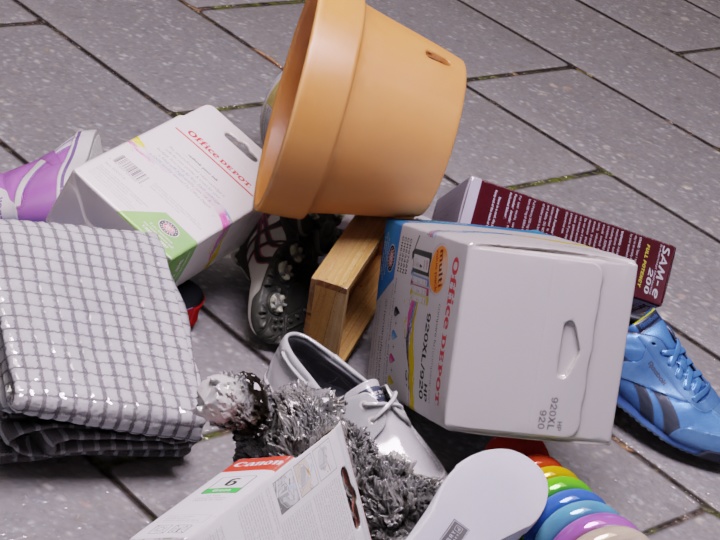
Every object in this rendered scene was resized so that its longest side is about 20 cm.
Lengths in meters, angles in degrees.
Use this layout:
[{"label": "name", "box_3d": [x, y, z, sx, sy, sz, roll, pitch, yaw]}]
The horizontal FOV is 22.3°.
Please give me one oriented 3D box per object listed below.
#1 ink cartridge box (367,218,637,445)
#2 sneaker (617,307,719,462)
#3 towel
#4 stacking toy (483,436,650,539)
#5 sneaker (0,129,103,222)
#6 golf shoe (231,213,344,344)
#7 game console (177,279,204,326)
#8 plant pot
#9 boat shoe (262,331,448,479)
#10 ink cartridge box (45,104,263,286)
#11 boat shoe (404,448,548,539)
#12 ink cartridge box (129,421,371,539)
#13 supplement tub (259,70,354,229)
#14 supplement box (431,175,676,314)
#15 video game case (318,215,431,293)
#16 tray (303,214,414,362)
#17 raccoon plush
[{"label": "ink cartridge box", "box_3d": [0.108, 0.044, 1.463, 0.144, 0.148, 0.200, 5, 5, -18]}, {"label": "sneaker", "box_3d": [0.257, 0.087, 1.567, 0.200, 0.079, 0.066, 36, 28, 15]}, {"label": "towel", "box_3d": [-0.212, 0.057, 1.376, 0.165, 0.086, 0.201, 7, 44, -32]}, {"label": "stacking toy", "box_3d": [0.146, 0.184, 1.373, 0.085, 0.086, 0.200, 4, 22, -21]}, {"label": "sneaker", "box_3d": [-0.293, -0.081, 1.653, 0.114, 0.073, 0.201, -5, 14, 4]}, {"label": "golf shoe", "box_3d": [-0.073, 0.000, 1.624, 0.088, 0.077, 0.200, -19, 32, 27]}, {"label": "game console", "box_3d": [-0.248, 0.017, 1.529, 0.177, 0.031, 0.200, 31, 30, 29]}, {"label": "plant pot", "box_3d": [0.003, -0.128, 1.530, 0.139, 0.201, 0.200, 15, 26, -8]}, {"label": "boat shoe", "box_3d": [0.001, 0.115, 1.425, 0.072, 0.069, 0.200, -9, 35, -39]}, {"label": "ink cartridge box", "box_3d": [-0.159, -0.060, 1.571, 0.117, 0.067, 0.200, 42, 37, 10]}, {"label": "boat shoe", "box_3d": [0.063, 0.194, 1.285, 0.069, 0.057, 0.200, 40, 42, 11]}, {"label": "ink cartridge box", "box_3d": [-0.066, 0.185, 1.205, 0.050, 0.109, 0.200, -7, 14, 31]}, {"label": "supplement tub", "box_3d": [-0.020, -0.131, 1.787, 0.145, 0.146, 0.200, 7, 15, -15]}, {"label": "supplement box", "box_3d": [0.167, -0.017, 1.636, 0.199, 0.061, 0.109, 18, -13, -10]}, {"label": "video game case", "box_3d": [0.061, 0.000, 1.731, 0.182, 0.023, 0.200, 21, 27, 12]}, {"label": "tray", "box_3d": [0.000, 0.000, 1.581, 0.037, 0.099, 0.200, 18, 35, 12]}, {"label": "raccoon plush", "box_3d": [-0.029, 0.147, 1.289, 0.134, 0.097, 0.200, 30, 8, 28]}]
